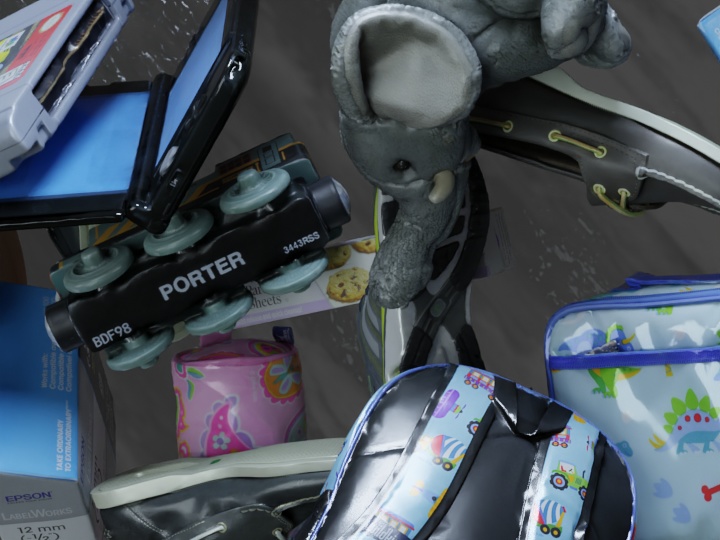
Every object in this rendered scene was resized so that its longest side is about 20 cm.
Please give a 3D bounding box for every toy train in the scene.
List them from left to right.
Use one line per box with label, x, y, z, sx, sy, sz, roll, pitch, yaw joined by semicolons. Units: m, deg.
toy train;-0.101;-0.012;1.441;0.200;0.114;0.085;-26;112;3

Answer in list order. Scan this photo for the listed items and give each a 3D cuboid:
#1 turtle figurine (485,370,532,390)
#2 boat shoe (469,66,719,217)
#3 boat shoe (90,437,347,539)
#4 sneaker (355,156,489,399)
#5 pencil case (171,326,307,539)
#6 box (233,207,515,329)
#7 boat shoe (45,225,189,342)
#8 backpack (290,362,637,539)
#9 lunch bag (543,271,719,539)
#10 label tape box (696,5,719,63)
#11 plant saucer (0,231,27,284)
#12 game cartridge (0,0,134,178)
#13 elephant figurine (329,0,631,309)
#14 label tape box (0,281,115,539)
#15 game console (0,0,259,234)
turtle figurine;0.076;0.168;1.420;0.150;0.101;0.200;-31;89;32
boat shoe;0.144;-0.065;1.341;0.201;0.072;0.061;28;87;31
boat shoe;-0.064;0.142;1.429;0.200;0.072;0.068;-13;94;19
sneaker;0.027;0.008;1.382;0.081;0.074;0.200;6;95;63
pencil case;-0.075;0.139;1.511;0.087;0.087;0.200;0;99;30
box;0.000;0.000;1.462;0.200;0.039;0.041;-11;93;31
boat shoe;-0.169;-0.032;1.544;0.199;0.074;0.066;52;161;10
backpack;0.052;0.161;1.291;0.182;0.200;0.135;23;146;0
lunch bag;0.205;0.080;1.335;0.200;0.082;0.161;-3;95;30
label tape box;0.301;-0.127;1.247;0.200;0.063;0.144;-34;81;31
plant saucer;-0.248;0.039;1.532;0.032;0.200;0.200;-1;100;7
game cartridge;-0.223;-0.109;1.452;0.133;0.200;0.041;-26;114;30
elephant figurine;0.036;-0.108;1.285;0.200;0.142;0.155;-37;62;3
label tape box;-0.199;0.094;1.483;0.066;0.200;0.143;-4;53;0
game console;-0.149;-0.111;1.420;0.116;0.200;0.176;25;115;-13
